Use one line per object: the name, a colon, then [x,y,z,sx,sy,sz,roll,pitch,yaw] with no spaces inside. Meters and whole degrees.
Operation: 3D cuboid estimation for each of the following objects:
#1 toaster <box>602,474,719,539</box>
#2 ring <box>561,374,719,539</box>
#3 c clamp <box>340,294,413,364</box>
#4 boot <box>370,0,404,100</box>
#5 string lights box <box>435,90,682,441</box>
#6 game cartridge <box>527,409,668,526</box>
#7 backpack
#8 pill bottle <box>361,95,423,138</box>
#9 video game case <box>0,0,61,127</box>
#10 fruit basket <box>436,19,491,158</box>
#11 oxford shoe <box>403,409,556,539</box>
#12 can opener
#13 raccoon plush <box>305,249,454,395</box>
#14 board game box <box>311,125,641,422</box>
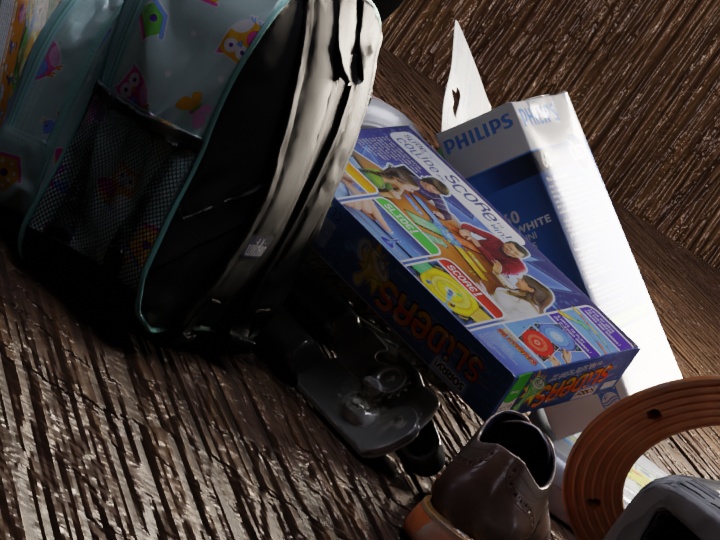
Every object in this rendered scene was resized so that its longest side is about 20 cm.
toaster: [0.202,0.179,1.261,0.200,0.114,0.129,44,15,36]
ring: [0.211,0.126,1.355,0.200,0.200,0.019,33,41,-16]
c clamp: [0.015,0.033,1.588,0.171,0.027,0.200,38,9,13]
boot: [-0.020,-0.157,1.585,0.079,0.211,0.158,44,-1,-18]
string lights box: [0.125,-0.006,1.514,0.103,0.059,0.201,-16,83,-64]
game cartridge: [0.156,0.137,1.551,0.133,0.041,0.200,32,9,1]
backpack: [-0.083,-0.078,1.252,0.153,0.201,0.176,35,9,22]
pill bottle: [-0.010,-0.065,1.667,0.113,0.113,0.200,34,4,-9]
video game case: [-0.185,-0.108,1.238,0.018,0.144,0.200,14,4,14]
fruit basket: [0.084,-0.040,1.634,0.186,0.093,0.201,-81,148,-57]
oxford shoe: [0.079,0.112,1.274,0.071,0.073,0.200,35,9,5]
can opener: [-0.020,0.048,1.363,0.200,0.053,0.067,44,-16,45]
raccoon plush: [0.000,0.000,1.440,0.199,0.097,0.134,12,29,-38]
board game box: [0.047,-0.003,1.357,0.200,0.035,0.135,45,29,24]
